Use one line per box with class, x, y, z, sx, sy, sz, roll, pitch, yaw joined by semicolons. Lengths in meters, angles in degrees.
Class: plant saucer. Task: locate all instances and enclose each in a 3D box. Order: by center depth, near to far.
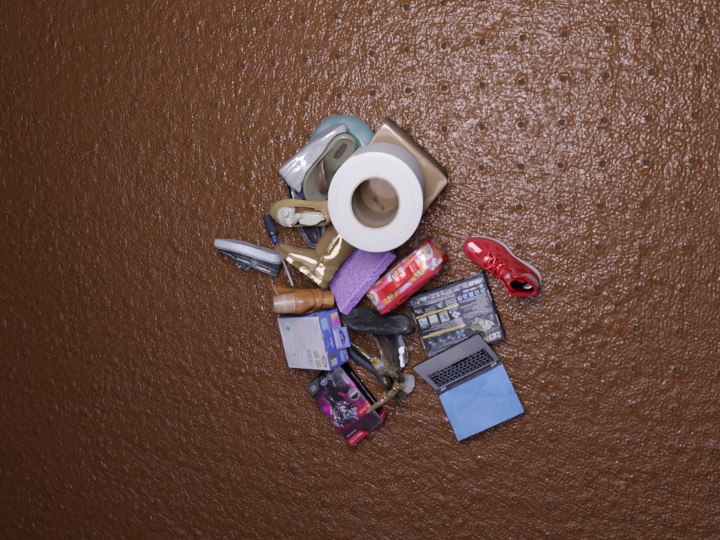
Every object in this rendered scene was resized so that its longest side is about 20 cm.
plant saucer;-0.050;-0.276;1.386;0.194;0.036;0.207;3;101;17

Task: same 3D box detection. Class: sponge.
sponge;0.000;0.000;1.390;0.201;0.029;0.113;-49;40;20

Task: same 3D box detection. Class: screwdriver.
screwdriver;-0.209;-0.055;1.453;0.027;0.029;0.204;-19;70;-13

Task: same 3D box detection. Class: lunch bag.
lunch bag;0.107;0.012;1.314;0.199;0.176;0.083;-40;87;21

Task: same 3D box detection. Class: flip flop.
flip flop;-0.071;-0.227;1.318;0.201;0.080;0.059;-50;41;31

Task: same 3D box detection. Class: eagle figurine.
eagle figurine;0.049;0.225;1.416;0.148;0.153;0.203;-14;55;-16

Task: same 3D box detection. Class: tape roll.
tape roll;0.038;-0.157;1.198;0.196;0.140;0.209;3;111;8

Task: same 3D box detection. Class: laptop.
laptop;0.255;0.280;1.345;0.184;0.118;0.200;-30;130;20

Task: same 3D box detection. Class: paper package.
paper package;0.075;-0.210;1.302;0.199;0.104;0.192;38;111;-6

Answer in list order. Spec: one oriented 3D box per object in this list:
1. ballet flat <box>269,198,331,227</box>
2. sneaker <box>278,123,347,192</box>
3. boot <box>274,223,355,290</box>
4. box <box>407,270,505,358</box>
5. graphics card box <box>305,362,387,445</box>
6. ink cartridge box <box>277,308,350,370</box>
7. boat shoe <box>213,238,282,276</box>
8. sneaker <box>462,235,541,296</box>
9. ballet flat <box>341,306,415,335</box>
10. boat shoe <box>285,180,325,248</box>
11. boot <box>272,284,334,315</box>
ballet flat;-0.146;-0.134;1.352;0.195;0.063;0.070;-3;122;28
sneaker;-0.098;-0.267;1.356;0.198;0.076;0.089;-35;109;18
boot;-0.090;-0.081;1.389;0.173;0.066;0.203;35;86;0
box;0.230;0.111;1.361;0.195;0.049;0.165;-20;92;20
graphics card box;-0.037;0.342;1.491;0.125;0.051;0.202;-40;86;21
ink cartridge box;-0.111;0.174;1.430;0.197;0.075;0.141;-5;100;46
boat shoe;-0.300;-0.033;1.493;0.194;0.072;0.073;16;101;12
sneaker;0.316;-0.011;1.273;0.196;0.115;0.080;27;107;11
ballet flat;0.039;0.130;1.363;0.195;0.057;0.068;7;63;31
boat shoe;-0.141;-0.151;1.422;0.068;0.066;0.206;-11;96;19
boot;-0.145;0.075;1.434;0.150;0.200;0.076;-5;99;-9
